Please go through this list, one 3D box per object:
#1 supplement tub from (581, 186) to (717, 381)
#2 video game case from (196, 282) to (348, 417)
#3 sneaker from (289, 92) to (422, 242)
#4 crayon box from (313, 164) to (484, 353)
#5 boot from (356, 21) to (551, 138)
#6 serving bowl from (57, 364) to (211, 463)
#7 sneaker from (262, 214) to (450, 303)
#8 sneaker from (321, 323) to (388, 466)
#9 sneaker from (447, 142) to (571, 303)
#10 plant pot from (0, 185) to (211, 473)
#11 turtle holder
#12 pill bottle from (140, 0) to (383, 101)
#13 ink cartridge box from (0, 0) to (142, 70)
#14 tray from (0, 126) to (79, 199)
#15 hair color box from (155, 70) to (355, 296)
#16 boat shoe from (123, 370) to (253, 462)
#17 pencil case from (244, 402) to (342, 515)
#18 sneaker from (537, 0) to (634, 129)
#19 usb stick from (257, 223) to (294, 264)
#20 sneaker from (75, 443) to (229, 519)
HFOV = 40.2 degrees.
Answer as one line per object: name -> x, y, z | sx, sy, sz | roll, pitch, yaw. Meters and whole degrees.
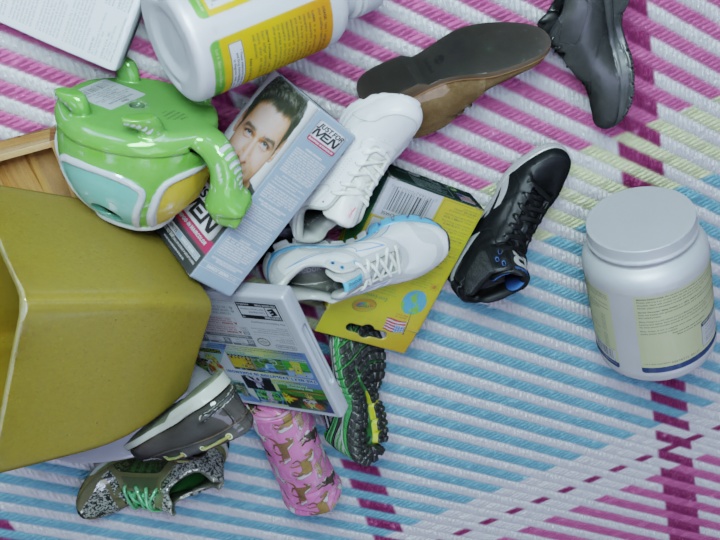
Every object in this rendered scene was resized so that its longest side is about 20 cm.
supplement tub -> 0.342, 0.016, 1.167 | 0.145, 0.145, 0.200 | -21, 126, -3
video game case -> -0.128, 0.081, 1.064 | 0.200, 0.022, 0.183 | 4, 134, 31
sneaker -> -0.004, -0.093, 0.983 | 0.078, 0.100, 0.200 | 19, 137, -31
crayon box -> 0.035, -0.011, 1.104 | 0.127, 0.051, 0.200 | 17, 112, -26
boot -> 0.099, -0.193, 1.007 | 0.200, 0.074, 0.076 | -18, 140, 4
serving bowl -> -0.252, 0.147, 1.091 | 0.200, 0.066, 0.200 | -15, 156, -7
sneaker -> 0.000, 0.000, 1.020 | 0.200, 0.087, 0.075 | -14, 115, -2
sneaker -> -0.022, 0.135, 1.175 | 0.078, 0.085, 0.200 | -22, 117, -47
sneaker -> 0.179, -0.041, 1.098 | 0.073, 0.112, 0.200 | 30, 110, -32
plant pot -> -0.261, 0.048, 0.937 | 0.200, 0.196, 0.195 | -1, 124, -36
turtle holder -> -0.189, -0.109, 0.914 | 0.185, 0.141, 0.132 | 6, 123, -5
pill bottle -> -0.081, -0.236, 0.868 | 0.200, 0.111, 0.111 | -28, 129, -22
ink cartridge box -> -0.275, -0.286, 0.848 | 0.200, 0.050, 0.162 | 24, 115, -10
tray -> -0.320, -0.039, 0.991 | 0.098, 0.037, 0.200 | -17, 125, -6
hair color box -> -0.106, -0.086, 0.961 | 0.200, 0.099, 0.061 | -51, 137, 6
boat shoe -> -0.174, 0.162, 0.981 | 0.061, 0.072, 0.201 | 50, 140, -5
pencil case -> -0.084, 0.216, 1.203 | 0.083, 0.087, 0.200 | -7, 128, 15
sneaker -> 0.231, -0.238, 1.017 | 0.091, 0.076, 0.200 | -13, 119, 3
usb stick -> -0.145, -0.028, 1.055 | 0.200, 0.033, 0.056 | -5, 131, -14
sneaker -> -0.248, 0.259, 1.179 | 0.200, 0.089, 0.077 | -24, 127, 0
